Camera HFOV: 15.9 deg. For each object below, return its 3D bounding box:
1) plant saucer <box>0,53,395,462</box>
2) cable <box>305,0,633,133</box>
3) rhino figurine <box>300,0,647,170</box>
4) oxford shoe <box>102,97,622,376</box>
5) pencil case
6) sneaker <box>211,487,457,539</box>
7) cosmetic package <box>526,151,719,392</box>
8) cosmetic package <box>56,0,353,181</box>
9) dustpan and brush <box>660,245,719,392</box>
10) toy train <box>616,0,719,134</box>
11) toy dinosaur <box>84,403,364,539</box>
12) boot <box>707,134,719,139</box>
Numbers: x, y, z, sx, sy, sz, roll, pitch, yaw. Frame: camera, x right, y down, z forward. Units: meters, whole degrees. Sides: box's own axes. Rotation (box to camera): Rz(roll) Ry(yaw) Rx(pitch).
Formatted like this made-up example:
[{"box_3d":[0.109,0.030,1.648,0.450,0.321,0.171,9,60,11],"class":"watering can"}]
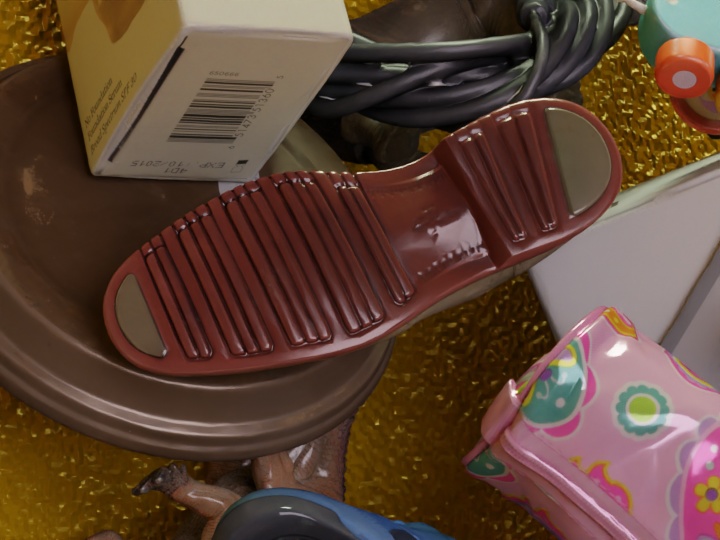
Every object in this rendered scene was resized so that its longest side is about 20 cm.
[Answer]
[{"box_3d":[-0.075,-0.015,0.987,0.199,0.030,0.201,14,45,-15],"class":"plant saucer"},{"box_3d":[0.029,-0.115,1.043,0.162,0.051,0.200,-7,38,-24],"class":"cable"},{"box_3d":[0.052,-0.098,1.103,0.200,0.087,0.060,-31,136,-32],"class":"rhino figurine"},{"box_3d":[0.000,0.000,0.949,0.199,0.075,0.071,-17,75,-16],"class":"oxford shoe"},{"box_3d":[0.131,0.105,0.917,0.200,0.088,0.087,45,60,11],"class":"pencil case"},{"box_3d":[0.006,0.122,0.967,0.200,0.066,0.079,37,21,-42],"class":"sneaker"},{"box_3d":[0.181,0.047,1.061,0.164,0.165,0.201,-21,91,8],"class":"cosmetic package"},{"box_3d":[-0.073,-0.145,0.991,0.071,0.105,0.201,1,58,-28],"class":"cosmetic package"},{"box_3d":[0.212,0.052,0.941,0.199,0.057,0.140,31,98,6],"class":"dustpan and brush"},{"box_3d":[0.168,-0.120,1.037,0.199,0.056,0.150,-21,61,-28],"class":"toy train"},{"box_3d":[-0.041,0.122,1.002,0.136,0.086,0.200,50,57,-12],"class":"toy dinosaur"},{"box_3d":[0.128,-0.177,1.098,0.200,0.066,0.165,43,62,-17],"class":"boot"}]
